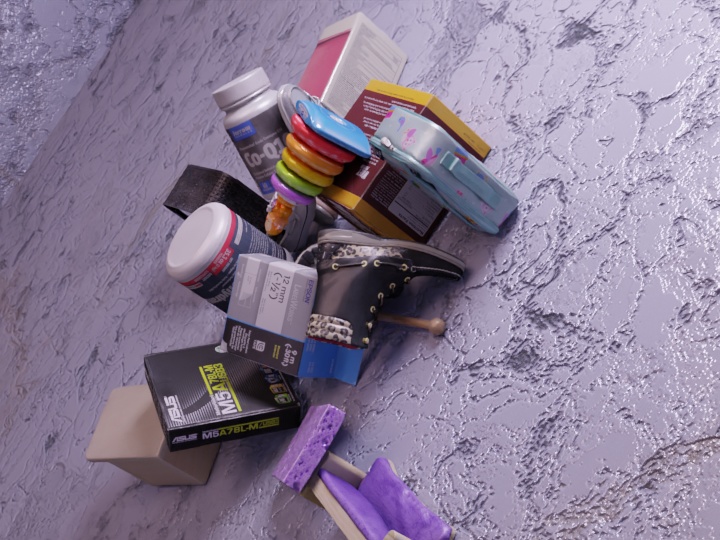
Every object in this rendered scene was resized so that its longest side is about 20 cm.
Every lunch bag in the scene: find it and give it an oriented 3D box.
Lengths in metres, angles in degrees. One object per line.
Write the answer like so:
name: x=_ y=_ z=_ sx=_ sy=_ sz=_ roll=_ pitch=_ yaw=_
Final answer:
lunch bag: x=0.110 y=-0.133 z=1.413 sx=0.077 sy=0.200 sz=0.160 roll=-53 pitch=33 yaw=5

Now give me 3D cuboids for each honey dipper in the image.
honey dipper: x=0.047 y=0.068 z=1.465 sx=0.200 sy=0.038 sz=0.038 roll=8 pitch=66 yaw=51

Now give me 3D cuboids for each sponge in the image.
sponge: x=-0.070 y=0.229 z=1.376 sx=0.112 sy=0.030 sz=0.200 roll=-59 pitch=3 yaw=-12

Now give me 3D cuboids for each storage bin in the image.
storage bin: x=-0.257 y=-0.115 z=1.940 sx=0.200 sy=0.135 sz=0.094 roll=17 pitch=73 yaw=57

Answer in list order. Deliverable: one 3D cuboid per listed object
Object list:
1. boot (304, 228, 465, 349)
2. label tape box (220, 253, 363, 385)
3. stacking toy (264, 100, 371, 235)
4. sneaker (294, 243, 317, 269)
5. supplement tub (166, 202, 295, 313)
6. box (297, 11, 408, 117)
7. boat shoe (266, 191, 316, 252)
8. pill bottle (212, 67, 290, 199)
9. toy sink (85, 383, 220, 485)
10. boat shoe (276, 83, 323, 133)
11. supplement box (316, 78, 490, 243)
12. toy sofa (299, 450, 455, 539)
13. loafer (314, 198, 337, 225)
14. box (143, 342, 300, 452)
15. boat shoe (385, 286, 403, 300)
boot: x=0.030 y=0.035 z=1.417 sx=0.073 sy=0.203 sz=0.154 roll=105 pitch=177 yaw=-78
label tape box: x=-0.089 y=0.068 z=1.487 sx=0.200 sy=0.066 sz=0.144 roll=17 pitch=98 yaw=27
stacking toy: x=-0.086 y=-0.136 z=1.535 sx=0.200 sy=0.110 sz=0.116 roll=-56 pitch=32 yaw=17
sneaker: x=-0.093 y=0.048 z=1.586 sx=0.200 sy=0.077 sz=0.080 roll=-59 pitch=11 yaw=6
supplement tub: x=-0.195 y=-0.002 z=1.688 sx=0.140 sy=0.200 sz=0.141 roll=-34 pitch=37 yaw=30
box: x=-0.024 y=-0.323 z=1.844 sx=0.109 sy=0.128 sz=0.200 roll=-9 pitch=51 yaw=50
boat shoe: x=-0.118 y=-0.091 z=1.709 sx=0.065 sy=0.200 sz=0.074 roll=-22 pitch=56 yaw=-25
pill bottle: x=-0.159 y=-0.231 z=1.779 sx=0.114 sy=0.200 sz=0.114 roll=-27 pitch=16 yaw=8
toy sink: x=-0.319 y=0.262 z=1.681 sx=0.200 sy=0.112 sz=0.131 roll=-12 pitch=50 yaw=41
boat shoe: x=-0.058 y=-0.227 z=1.730 sx=0.065 sy=0.202 sz=0.075 roll=-21 pitch=28 yaw=37
supplement box: x=0.047 y=-0.157 z=1.584 sx=0.200 sy=0.133 sz=0.197 roll=-55 pitch=31 yaw=-3
toy sofa: x=0.016 y=0.284 z=1.243 sx=0.098 sy=0.083 sz=0.200 roll=-54 pitch=31 yaw=1
loafer: x=-0.087 y=-0.126 z=1.797 sx=0.063 sy=0.072 sz=0.200 roll=-51 pitch=28 yaw=-11
box: x=-0.207 y=0.176 z=1.558 sx=0.200 sy=0.193 sz=0.048 roll=-126 pitch=34 yaw=-56
boat shoe: x=0.000 y=0.000 z=1.568 sx=0.200 sy=0.060 sz=0.076 roll=-134 pitch=54 yaw=-59
